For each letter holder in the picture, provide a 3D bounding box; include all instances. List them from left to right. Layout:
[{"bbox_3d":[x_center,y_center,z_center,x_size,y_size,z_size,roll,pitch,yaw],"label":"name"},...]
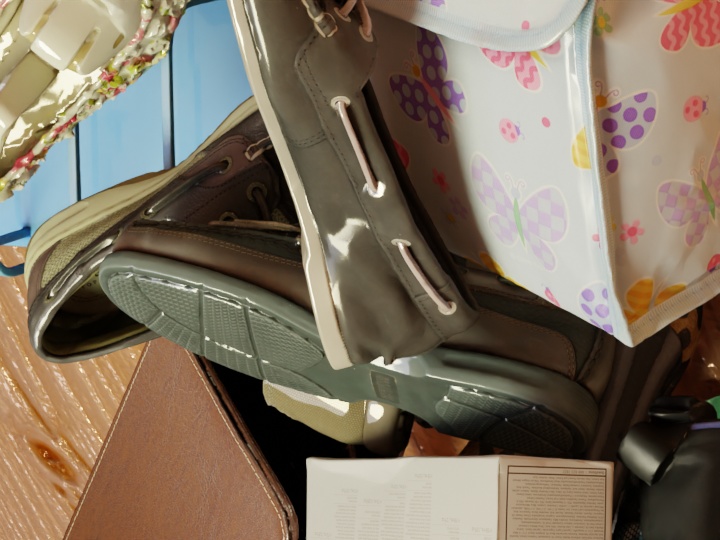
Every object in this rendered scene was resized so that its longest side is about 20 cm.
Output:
[{"bbox_3d":[-0.048,0.124,1.201,0.142,0.100,0.200,59,141,33],"label":"letter holder"}]

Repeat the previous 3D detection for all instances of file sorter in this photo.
[{"bbox_3d":[-0.140,-0.068,1.204,0.199,0.123,0.139,5,102,25],"label":"file sorter"}]

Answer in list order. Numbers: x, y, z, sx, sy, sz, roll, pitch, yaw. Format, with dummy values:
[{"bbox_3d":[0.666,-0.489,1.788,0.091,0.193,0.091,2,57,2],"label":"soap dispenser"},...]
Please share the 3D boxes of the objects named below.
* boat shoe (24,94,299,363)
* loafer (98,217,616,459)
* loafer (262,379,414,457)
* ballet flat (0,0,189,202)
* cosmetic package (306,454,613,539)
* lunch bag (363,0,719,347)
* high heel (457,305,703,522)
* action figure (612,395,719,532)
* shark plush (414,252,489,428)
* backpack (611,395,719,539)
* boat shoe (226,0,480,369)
[{"bbox_3d":[-0.051,-0.017,1.068,0.072,0.200,0.066,49,-155,-35],"label":"boat shoe"},{"bbox_3d":[0.001,0.014,1.014,0.199,0.063,0.072,18,154,8],"label":"loafer"},{"bbox_3d":[0.000,0.000,1.131,0.067,0.200,0.076,12,121,-1],"label":"loafer"},{"bbox_3d":[-0.130,-0.084,1.090,0.076,0.064,0.200,36,116,-8],"label":"ballet flat"},{"bbox_3d":[0.033,0.112,1.003,0.200,0.050,0.083,170,104,-69],"label":"cosmetic package"},{"bbox_3d":[0.061,-0.100,0.931,0.169,0.127,0.201,29,136,45],"label":"lunch bag"},{"bbox_3d":[0.082,0.061,1.107,0.071,0.143,0.200,25,159,-11],"label":"high heel"},{"bbox_3d":[0.097,0.120,1.162,0.199,0.055,0.119,-9,97,43],"label":"action figure"},{"bbox_3d":[0.063,0.010,1.159,0.200,0.091,0.084,93,156,-61],"label":"shark plush"},{"bbox_3d":[0.169,0.156,0.981,0.182,0.148,0.200,8,154,1],"label":"backpack"},{"bbox_3d":[-0.004,-0.055,0.910,0.067,0.057,0.201,-96,-8,-56],"label":"boat shoe"}]
